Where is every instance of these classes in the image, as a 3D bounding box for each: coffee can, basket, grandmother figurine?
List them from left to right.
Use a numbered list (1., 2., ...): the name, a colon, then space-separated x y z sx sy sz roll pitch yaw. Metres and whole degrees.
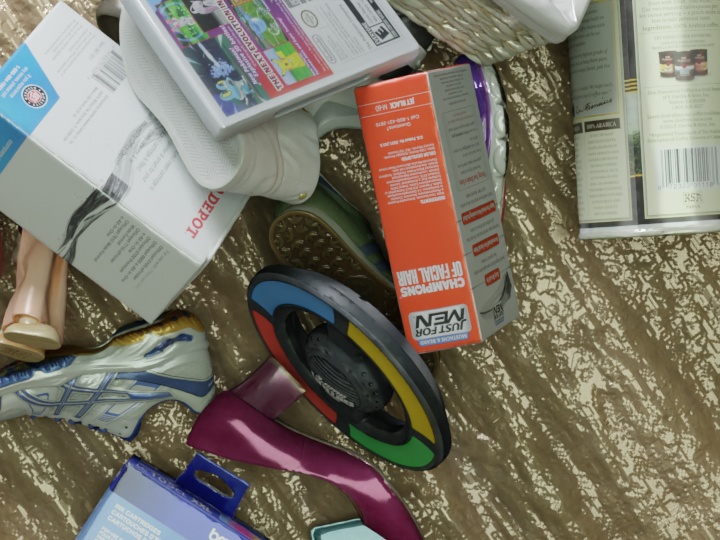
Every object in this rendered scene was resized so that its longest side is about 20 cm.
1. grandmother figurine: -0.241 -0.033 1.516 0.060 0.121 0.201 22 66 -31
2. basket: 0.111 -0.270 1.484 0.135 0.123 0.201 32 66 -18
3. coffee can: 0.234 -0.127 1.516 0.146 0.146 0.201 -3 91 -3

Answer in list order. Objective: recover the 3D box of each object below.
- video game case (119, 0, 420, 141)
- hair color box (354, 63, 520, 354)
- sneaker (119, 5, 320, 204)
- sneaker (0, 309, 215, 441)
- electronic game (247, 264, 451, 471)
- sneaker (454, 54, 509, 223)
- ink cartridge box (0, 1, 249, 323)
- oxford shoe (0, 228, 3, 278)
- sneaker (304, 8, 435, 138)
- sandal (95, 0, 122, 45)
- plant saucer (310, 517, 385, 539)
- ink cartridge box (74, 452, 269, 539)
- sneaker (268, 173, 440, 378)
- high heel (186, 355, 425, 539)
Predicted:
1. video game case: -0.081 -0.203 1.424 0.182 0.023 0.200 -25 72 -31
2. hair color box: 0.059 -0.048 1.468 0.064 0.111 0.201 -11 95 21
3. sneaker: -0.101 -0.129 1.461 0.074 0.115 0.200 -40 60 25
4. sneaker: -0.210 0.099 1.534 0.199 0.075 0.088 -16 102 3
5. electronic game: -0.010 0.075 1.484 0.200 0.200 0.042 46 68 -2
6. sneaker: 0.074 -0.075 1.545 0.083 0.081 0.201 5 91 3
7. ink cartridge box: -0.187 -0.080 1.450 0.200 0.145 0.084 38 128 -8
8. oxford shoe: -0.314 -0.063 1.532 0.070 0.075 0.201 13 69 -25
9. sneaker: 0.011 -0.157 1.551 0.200 0.074 0.089 -32 112 -6
10. sandal: -0.139 -0.133 1.526 0.200 0.082 0.055 44 64 0
11. plant saucer: 0.013 0.296 1.574 0.070 0.019 0.201 -12 92 -3
12. ink cartridge box: -0.160 0.238 1.538 0.136 0.076 0.200 32 87 -3
13. sneaker: 0.000 0.000 1.544 0.067 0.090 0.200 -28 122 20
14. high heel: -0.040 0.168 1.534 0.096 0.067 0.200 -43 86 -10
